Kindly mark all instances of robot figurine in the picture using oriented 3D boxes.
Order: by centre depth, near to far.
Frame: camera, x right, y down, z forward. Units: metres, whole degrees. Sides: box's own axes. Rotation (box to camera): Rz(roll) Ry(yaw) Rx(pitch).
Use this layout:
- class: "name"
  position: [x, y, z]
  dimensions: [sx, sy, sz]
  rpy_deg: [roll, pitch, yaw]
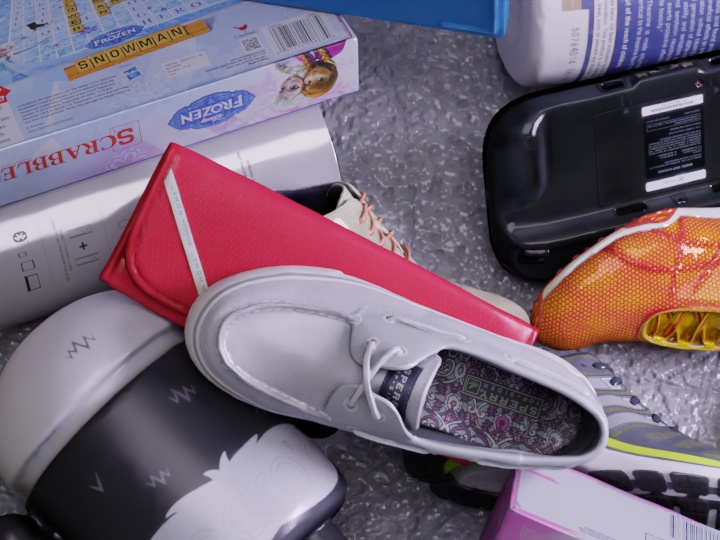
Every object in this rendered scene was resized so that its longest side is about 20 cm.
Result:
- class: "robot figurine"
  position: [-0.087, 0.102, 1.060]
  dimensions: [0.200, 0.150, 0.125]
  rpy_deg: [45, 115, 7]

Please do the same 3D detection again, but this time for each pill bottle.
- class: "pill bottle"
  position: [0.172, -0.163, 1.180]
  dimensions: [0.199, 0.111, 0.111]
  rpy_deg: [-7, 74, -9]

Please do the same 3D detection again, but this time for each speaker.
- class: "speaker"
  position: [-0.111, -0.034, 1.119]
  dimensions: [0.199, 0.081, 0.082]
  rpy_deg: [-18, 76, -12]

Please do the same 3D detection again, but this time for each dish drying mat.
- class: "dish drying mat"
  position: [-0.018, 0.017, 1.045]
  dimensions: [0.199, 0.018, 0.077]
  rpy_deg: [27, 92, -12]

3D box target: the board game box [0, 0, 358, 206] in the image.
- class: "board game box"
  position: [-0.129, -0.139, 1.131]
  dimensions: [0.199, 0.041, 0.200]
  rpy_deg: [-18, 52, -13]

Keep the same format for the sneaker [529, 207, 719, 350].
- class: "sneaker"
  position: [0.185, 0.010, 1.141]
  dimensions: [0.199, 0.073, 0.077]
  rpy_deg: [-13, 55, -10]

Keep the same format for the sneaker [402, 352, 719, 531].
- class: "sneaker"
  position: [0.126, 0.083, 1.110]
  dimensions: [0.199, 0.074, 0.081]
  rpy_deg: [14, 52, 6]

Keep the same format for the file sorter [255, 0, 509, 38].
- class: "file sorter"
  position: [-0.016, -0.216, 1.068]
  dimensions: [0.199, 0.139, 0.123]
  rpy_deg: [10, 55, 10]

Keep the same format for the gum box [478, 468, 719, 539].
- class: "gum box"
  position: [0.143, 0.182, 1.063]
  dimensions: [0.199, 0.066, 0.114]
  rpy_deg: [23, 113, 0]

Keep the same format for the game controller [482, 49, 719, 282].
- class: "game controller"
  position: [0.160, -0.059, 1.161]
  dimensions: [0.199, 0.042, 0.105]
  rpy_deg: [-14, 111, -12]

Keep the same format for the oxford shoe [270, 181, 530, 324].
- class: "oxford shoe"
  position: [0.000, 0.000, 1.084]
  dimensions: [0.199, 0.071, 0.074]
  rpy_deg: [14, 107, -19]

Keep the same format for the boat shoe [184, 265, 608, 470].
- class: "boat shoe"
  position: [0.019, 0.051, 1.012]
  dimensions: [0.199, 0.069, 0.072]
  rpy_deg: [21, 93, -13]
